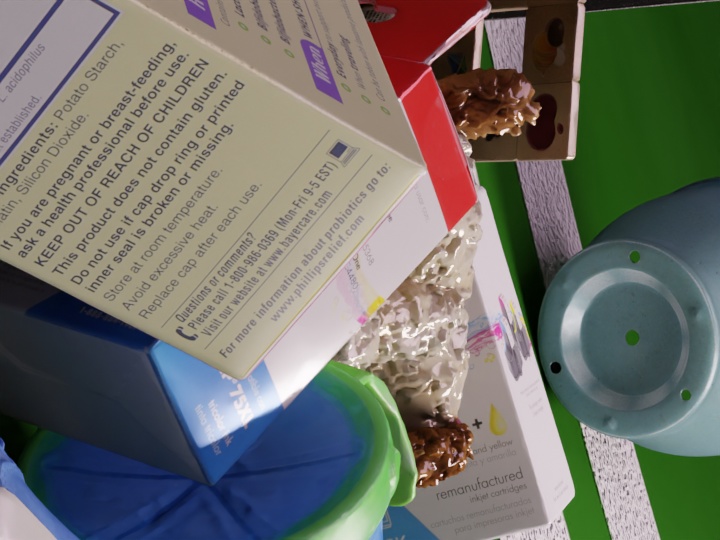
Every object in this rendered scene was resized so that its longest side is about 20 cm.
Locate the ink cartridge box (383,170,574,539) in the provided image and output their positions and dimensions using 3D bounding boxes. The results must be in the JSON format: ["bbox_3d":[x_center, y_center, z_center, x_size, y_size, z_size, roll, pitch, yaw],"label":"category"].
[{"bbox_3d":[0.016,0.033,1.208,0.068,0.115,0.200,-23,96,-73],"label":"ink cartridge box"}]

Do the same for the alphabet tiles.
[{"bbox_3d":[0.046,-0.148,1.141,0.008,0.167,0.200,6,88,-37],"label":"alphabet tiles"}]

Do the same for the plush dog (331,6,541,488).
[{"bbox_3d":[0.000,0.000,1.095,0.172,0.160,0.200,87,-23,-43],"label":"plush dog"}]

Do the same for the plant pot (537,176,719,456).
[{"bbox_3d":[0.220,0.040,1.744,0.188,0.200,0.200,-9,83,-57],"label":"plant pot"}]

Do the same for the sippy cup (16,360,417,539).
[{"bbox_3d":[-0.048,0.118,0.920,0.140,0.177,0.131,-125,-158,-55],"label":"sippy cup"}]

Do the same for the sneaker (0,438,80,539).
[{"bbox_3d":[-0.132,0.042,0.781,0.200,0.077,0.111,42,41,-39],"label":"sneaker"}]

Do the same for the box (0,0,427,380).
[{"bbox_3d":[-0.100,-0.087,0.791,0.200,0.097,0.176,29,25,-31],"label":"box"}]

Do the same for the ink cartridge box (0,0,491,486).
[{"bbox_3d":[-0.041,-0.023,0.920,0.200,0.116,0.067,-46,131,-30],"label":"ink cartridge box"}]

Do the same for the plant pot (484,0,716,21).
[{"bbox_3d":[0.107,-0.244,1.260,0.200,0.199,0.178,-104,-171,-63],"label":"plant pot"}]
